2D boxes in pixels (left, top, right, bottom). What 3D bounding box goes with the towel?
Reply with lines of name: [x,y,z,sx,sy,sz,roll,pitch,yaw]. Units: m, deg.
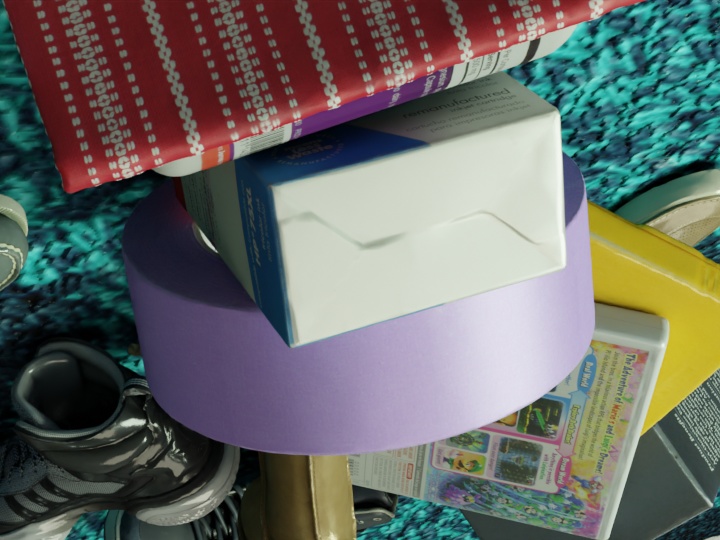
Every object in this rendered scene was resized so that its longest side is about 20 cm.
towel: [-0.018,-0.120,0.543,0.198,0.146,0.022,-19,170,-6]

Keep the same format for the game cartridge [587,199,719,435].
game cartridge: [0.093,0.020,0.956,0.198,0.033,0.177,24,142,-11]

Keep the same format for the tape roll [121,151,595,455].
tape roll: [0.000,0.000,0.757,0.198,0.200,0.066,-16,117,-16]

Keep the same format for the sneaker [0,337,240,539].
sneaker: [-0.172,0.093,0.968,0.198,0.076,0.114,-11,139,25]

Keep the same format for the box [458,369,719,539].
box: [0.161,0.106,1.155,0.147,0.105,0.200,-35,-176,29]

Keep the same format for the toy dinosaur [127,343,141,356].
toy dinosaur: [-0.061,0.058,1.024,0.198,0.048,0.089,-4,138,-36]

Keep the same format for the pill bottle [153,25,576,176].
pill bottle: [0.002,-0.113,0.613,0.198,0.113,0.113,-19,157,-9]

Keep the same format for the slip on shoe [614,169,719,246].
slip on shoe: [0.158,0.010,1.093,0.199,0.061,0.076,-32,155,22]

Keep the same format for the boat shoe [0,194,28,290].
boat shoe: [-0.206,0.037,0.641,0.198,0.062,0.073,-25,153,-12]

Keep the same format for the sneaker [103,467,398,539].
sneaker: [-0.064,0.153,1.167,0.145,0.078,0.201,-23,170,32]

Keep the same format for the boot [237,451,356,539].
boot: [-0.034,0.080,0.955,0.065,0.175,0.202,-10,112,-14]

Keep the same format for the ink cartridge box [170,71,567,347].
ink cartridge box: [-0.011,-0.052,0.710,0.115,0.200,0.068,-16,118,-16]

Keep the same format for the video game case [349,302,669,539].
video game case: [0.067,0.075,0.989,0.180,0.024,0.201,12,141,6]
